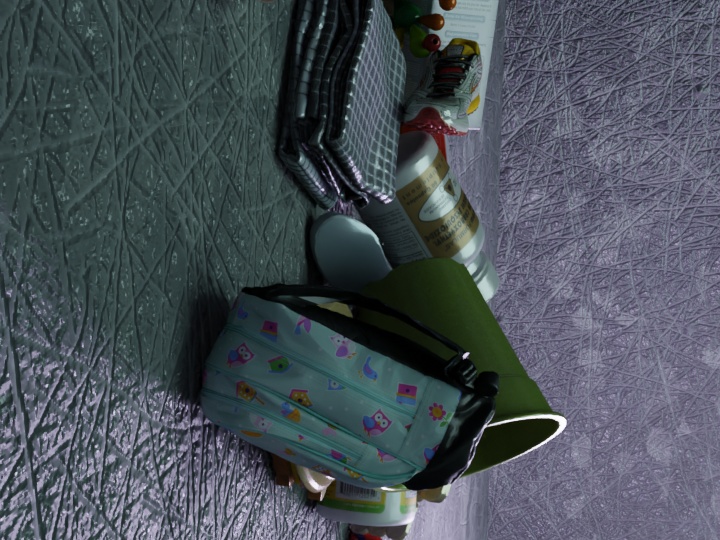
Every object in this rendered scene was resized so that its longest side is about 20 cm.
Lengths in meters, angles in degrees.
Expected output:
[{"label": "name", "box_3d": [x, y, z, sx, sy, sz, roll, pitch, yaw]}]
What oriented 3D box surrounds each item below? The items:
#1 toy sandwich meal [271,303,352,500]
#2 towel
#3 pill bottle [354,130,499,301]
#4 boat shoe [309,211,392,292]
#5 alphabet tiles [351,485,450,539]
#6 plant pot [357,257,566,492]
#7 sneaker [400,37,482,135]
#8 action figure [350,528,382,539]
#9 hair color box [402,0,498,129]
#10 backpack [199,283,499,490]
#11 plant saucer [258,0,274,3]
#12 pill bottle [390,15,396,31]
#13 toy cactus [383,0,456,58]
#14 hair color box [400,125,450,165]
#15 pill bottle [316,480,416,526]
[{"label": "toy sandwich meal", "box_3d": [-0.051, 0.112, 0.877, 0.205, 0.070, 0.207, 0, 90, -75]}, {"label": "towel", "box_3d": [-0.011, -0.172, 0.927, 0.166, 0.085, 0.202, 51, 44, -69]}, {"label": "pill bottle", "box_3d": [0.076, -0.047, 1.075, 0.201, 0.114, 0.115, 57, 29, -23]}, {"label": "boat shoe", "box_3d": [0.002, -0.002, 1.033, 0.074, 0.068, 0.199, -51, 131, 0]}, {"label": "alphabet tiles", "box_3d": [0.057, 0.229, 1.141, 0.200, 0.015, 0.197, -17, -135, 58]}, {"label": "plant pot", "box_3d": [0.079, 0.097, 0.948, 0.200, 0.199, 0.191, 62, 10, -65]}, {"label": "sneaker", "box_3d": [0.090, -0.204, 1.037, 0.200, 0.077, 0.083, -64, 163, -60]}, {"label": "action figure", "box_3d": [0.019, 0.379, 1.173, 0.200, 0.098, 0.066, -68, 159, -59]}, {"label": "hair color box", "box_3d": [0.105, -0.277, 1.155, 0.061, 0.098, 0.202, 32, -59, 55]}, {"label": "backpack", "box_3d": [-0.017, 0.090, 0.714, 0.127, 0.199, 0.167, -68, -168, -16]}, {"label": "plant saucer", "box_3d": [-0.085, -0.300, 0.692, 0.200, 0.034, 0.202, 4, 90, -76]}, {"label": "pill bottle", "box_3d": [0.098, -0.323, 1.289, 0.113, 0.112, 0.201, -64, 154, -58]}, {"label": "toy cactus", "box_3d": [0.036, -0.325, 1.072, 0.201, 0.102, 0.165, 64, -9, 0]}, {"label": "hair color box", "box_3d": [0.091, -0.099, 1.239, 0.102, 0.061, 0.201, 67, 18, -64]}, {"label": "pill bottle", "box_3d": [0.013, 0.174, 1.054, 0.111, 0.110, 0.202, 30, 64, -75]}]
